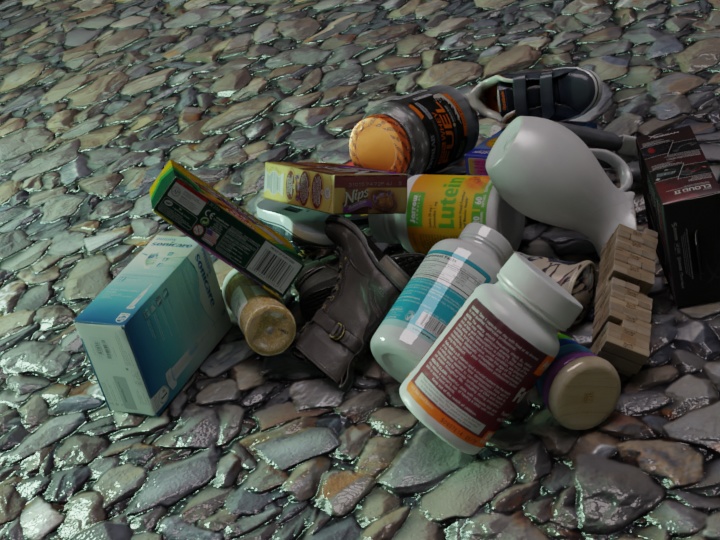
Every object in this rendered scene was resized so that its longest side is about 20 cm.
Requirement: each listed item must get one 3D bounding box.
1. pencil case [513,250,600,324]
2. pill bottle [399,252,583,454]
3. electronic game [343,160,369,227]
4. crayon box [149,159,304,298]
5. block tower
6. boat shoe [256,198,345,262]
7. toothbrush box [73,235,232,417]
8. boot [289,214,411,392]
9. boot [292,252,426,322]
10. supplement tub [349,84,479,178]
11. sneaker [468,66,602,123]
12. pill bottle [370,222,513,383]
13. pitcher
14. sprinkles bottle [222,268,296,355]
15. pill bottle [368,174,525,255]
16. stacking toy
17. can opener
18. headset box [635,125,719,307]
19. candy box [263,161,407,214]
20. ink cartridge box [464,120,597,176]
[{"bbox_3d":[0.204,0.011,1.608,0.199,0.079,0.089,14,20,40],"label":"pencil case"},{"bbox_3d":[0.143,0.089,1.387,0.201,0.114,0.114,-52,31,9],"label":"pill bottle"},{"bbox_3d":[0.017,-0.126,1.947,0.198,0.042,0.201,-12,32,7],"label":"electronic game"},{"bbox_3d":[-0.176,-0.057,1.660,0.059,0.199,0.173,-54,16,5],"label":"crayon box"},{"bbox_3d":[0.309,0.032,1.499,0.057,0.054,0.201,21,47,-2],"label":"block tower"},{"bbox_3d":[-0.073,-0.043,1.801,0.070,0.092,0.200,-26,27,-26],"label":"boat shoe"},{"bbox_3d":[-0.264,0.068,1.662,0.084,0.148,0.200,5,37,28],"label":"toothbrush box"},{"bbox_3d":[-0.032,0.037,1.616,0.174,0.069,0.200,-48,48,1],"label":"boot"},{"bbox_3d":[0.000,0.000,1.735,0.198,0.068,0.131,-16,26,-1],"label":"boot"},{"bbox_3d":[0.077,-0.195,1.868,0.121,0.124,0.199,8,22,34],"label":"supplement tub"},{"bbox_3d":[0.248,-0.249,1.848,0.198,0.079,0.079,-3,6,40],"label":"sneaker"},{"bbox_3d":[0.105,0.041,1.523,0.110,0.111,0.201,15,60,41],"label":"pill bottle"},{"bbox_3d":[0.269,-0.126,1.662,0.121,0.199,0.172,-46,17,43],"label":"pitcher"},{"bbox_3d":[-0.135,0.050,1.672,0.068,0.069,0.200,-20,19,-8],"label":"sprinkles bottle"},{"bbox_3d":[0.115,-0.075,1.752,0.198,0.112,0.111,3,35,29],"label":"pill bottle"},{"bbox_3d":[0.216,0.101,1.463,0.085,0.086,0.200,-21,26,-10],"label":"stacking toy"},{"bbox_3d":[0.345,-0.159,1.759,0.198,0.054,0.067,5,28,-36],"label":"can opener"},{"bbox_3d":[0.398,-0.064,1.568,0.074,0.150,0.201,-12,31,8],"label":"headset box"},{"bbox_3d":[-0.037,-0.113,1.733,0.116,0.057,0.199,-2,9,-31],"label":"candy box"},{"bbox_3d":[0.239,-0.149,1.823,0.135,0.077,0.200,7,29,34],"label":"ink cartridge box"}]
